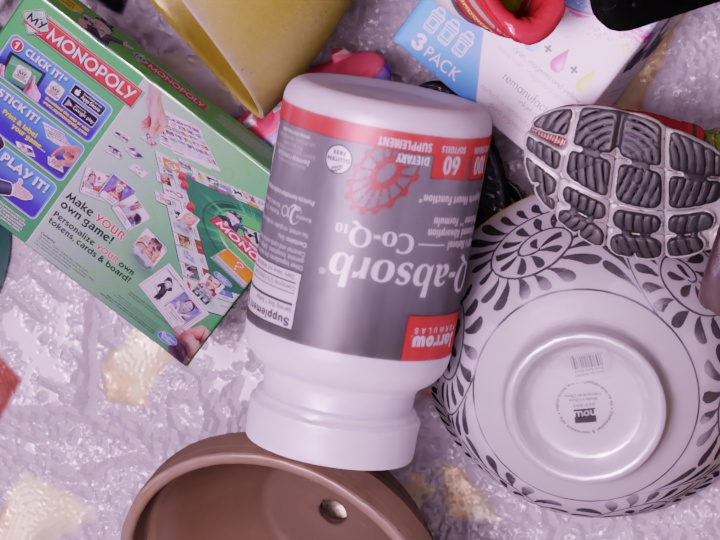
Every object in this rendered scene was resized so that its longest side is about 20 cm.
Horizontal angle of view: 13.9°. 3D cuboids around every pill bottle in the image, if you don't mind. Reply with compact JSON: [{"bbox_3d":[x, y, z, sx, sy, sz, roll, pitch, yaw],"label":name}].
[{"bbox_3d":[0.000,0.000,1.611,0.116,0.116,0.200,13,101,18],"label":"pill bottle"}]

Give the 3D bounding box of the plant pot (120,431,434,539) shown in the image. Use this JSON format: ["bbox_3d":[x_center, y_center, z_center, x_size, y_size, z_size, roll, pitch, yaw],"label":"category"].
[{"bbox_3d":[-0.031,0.164,1.710,0.201,0.093,0.201,12,125,17],"label":"plant pot"}]

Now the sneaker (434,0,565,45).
[{"bbox_3d":[0.071,-0.204,1.522,0.085,0.077,0.200,39,155,45],"label":"sneaker"}]

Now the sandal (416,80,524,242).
[{"bbox_3d":[0.068,-0.017,1.692,0.075,0.045,0.200,-17,108,27],"label":"sandal"}]

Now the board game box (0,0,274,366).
[{"bbox_3d":[-0.139,-0.056,1.690,0.200,0.029,0.135,38,115,-2],"label":"board game box"}]

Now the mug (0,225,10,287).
[{"bbox_3d":[-0.295,-0.027,1.777,0.152,0.114,0.185,38,110,10],"label":"mug"}]

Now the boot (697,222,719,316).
[{"bbox_3d":[0.266,-0.051,1.476,0.186,0.064,0.200,6,75,43],"label":"boot"}]

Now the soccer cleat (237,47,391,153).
[{"bbox_3d":[-0.055,-0.058,1.719,0.200,0.067,0.076,-32,109,20],"label":"soccer cleat"}]

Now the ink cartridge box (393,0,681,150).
[{"bbox_3d":[0.125,-0.172,1.625,0.115,0.068,0.200,40,110,9],"label":"ink cartridge box"}]

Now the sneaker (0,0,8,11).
[{"bbox_3d":[-0.291,-0.215,1.762,0.200,0.081,0.147,15,100,11],"label":"sneaker"}]

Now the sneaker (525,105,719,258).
[{"bbox_3d":[0.185,-0.047,1.598,0.200,0.085,0.077,13,109,0],"label":"sneaker"}]

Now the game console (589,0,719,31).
[{"bbox_3d":[0.183,-0.246,1.560,0.200,0.116,0.176,-19,123,-17],"label":"game console"}]

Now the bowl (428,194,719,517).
[{"bbox_3d":[0.128,0.061,1.628,0.201,0.094,0.201,3,109,8],"label":"bowl"}]

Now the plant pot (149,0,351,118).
[{"bbox_3d":[-0.064,-0.206,1.639,0.142,0.200,0.200,-40,84,-3],"label":"plant pot"}]
